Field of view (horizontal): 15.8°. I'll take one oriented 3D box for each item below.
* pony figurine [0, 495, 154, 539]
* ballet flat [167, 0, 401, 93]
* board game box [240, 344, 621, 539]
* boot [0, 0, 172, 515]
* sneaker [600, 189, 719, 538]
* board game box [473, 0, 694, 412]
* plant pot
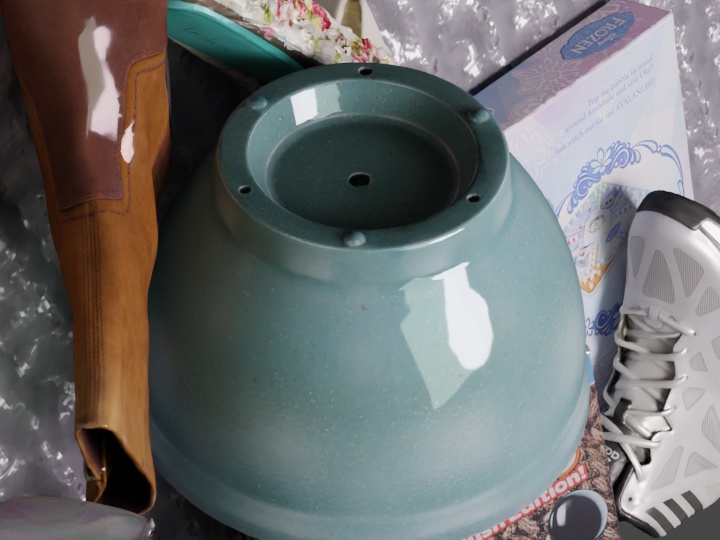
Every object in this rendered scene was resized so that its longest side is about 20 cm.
[{"bbox_3d":[-0.177,0.156,0.980,0.167,0.193,0.200,-41,140,-40],"label":"pony figurine"},{"bbox_3d":[-0.025,-0.103,1.131,0.200,0.076,0.064,37,59,-52],"label":"ballet flat"},{"bbox_3d":[0.032,0.122,1.228,0.159,0.097,0.200,-23,125,-13],"label":"board game box"},{"bbox_3d":[-0.107,-0.027,0.976,0.188,0.068,0.200,96,-6,-60],"label":"boot"},{"bbox_3d":[0.152,0.062,1.319,0.115,0.076,0.201,-43,137,-28],"label":"sneaker"},{"bbox_3d":[0.092,-0.005,1.315,0.200,0.043,0.199,-35,131,-32],"label":"board game box"},{"bbox_3d":[0.000,0.000,1.078,0.200,0.200,0.134,-35,144,-32],"label":"plant pot"}]
